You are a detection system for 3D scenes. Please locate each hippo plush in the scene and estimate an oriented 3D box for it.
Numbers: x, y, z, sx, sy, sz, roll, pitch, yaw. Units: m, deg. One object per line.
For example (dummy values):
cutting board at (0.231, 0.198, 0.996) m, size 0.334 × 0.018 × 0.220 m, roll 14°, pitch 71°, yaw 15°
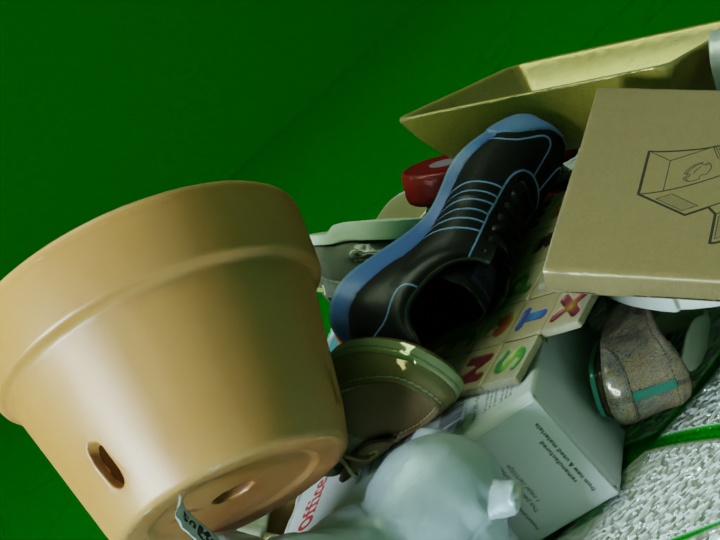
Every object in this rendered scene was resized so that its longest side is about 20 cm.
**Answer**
hippo plush at (0.000, 0.151, 0.924) m, size 0.161 × 0.200 × 0.159 m, roll -38°, pitch 32°, yaw -21°

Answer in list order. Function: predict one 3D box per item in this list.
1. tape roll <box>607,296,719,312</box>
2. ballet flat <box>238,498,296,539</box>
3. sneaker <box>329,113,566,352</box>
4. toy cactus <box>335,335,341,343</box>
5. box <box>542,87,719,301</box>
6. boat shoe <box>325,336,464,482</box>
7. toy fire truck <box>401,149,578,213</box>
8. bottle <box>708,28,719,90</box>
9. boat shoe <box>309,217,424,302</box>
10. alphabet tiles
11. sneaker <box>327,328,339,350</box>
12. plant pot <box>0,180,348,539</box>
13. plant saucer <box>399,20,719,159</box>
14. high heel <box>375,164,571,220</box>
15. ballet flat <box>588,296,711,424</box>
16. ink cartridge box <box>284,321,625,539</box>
tape roll at (0.227, -0.044, 1.043) m, size 0.202 × 0.037 × 0.203 m, roll -19°, pitch 25°, yaw 9°
ballet flat at (-0.064, 0.158, 1.136) m, size 0.067 × 0.067 × 0.201 m, roll 61°, pitch -138°, yaw -79°
sneaker at (0.072, -0.016, 1.048) m, size 0.200 × 0.070 × 0.078 m, roll -47°, pitch 40°, yaw -18°
toy cactus at (0.043, 0.079, 1.211) m, size 0.165 × 0.102 × 0.200 m, roll -29°, pitch -24°, yaw -41°
box at (0.216, -0.045, 0.958) m, size 0.199 × 0.021 × 0.164 m, roll 3°, pitch 45°, yaw 20°
boat shoe at (-0.013, 0.093, 1.019) m, size 0.200 × 0.074 × 0.066 m, roll -27°, pitch 33°, yaw 54°
toy fire truck at (0.132, -0.034, 1.218) m, size 0.200 × 0.112 × 0.168 m, roll -22°, pitch 15°, yaw -31°
bottle at (0.318, -0.146, 1.054) m, size 0.200 × 0.065 × 0.084 m, roll -11°, pitch 25°, yaw 23°
boat shoe at (-0.003, 0.000, 1.174) m, size 0.072 × 0.060 × 0.202 m, roll -5°, pitch -2°, yaw -15°
alphabet tiles at (0.089, 0.013, 1.047) m, size 0.200 × 0.006 × 0.167 m, roll -20°, pitch 33°, yaw 55°
sneaker at (0.015, 0.056, 1.439) m, size 0.081 × 0.077 × 0.200 m, roll -18°, pitch 32°, yaw 42°
plant pot at (-0.096, 0.063, 0.937) m, size 0.200 × 0.140 × 0.200 m, roll -24°, pitch -19°, yaw -9°
plant saucer at (0.158, -0.119, 1.174) m, size 0.200 × 0.049 × 0.200 m, roll -9°, pitch 12°, yaw 32°
high heel at (0.090, -0.020, 1.338) m, size 0.200 × 0.143 × 0.071 m, roll -50°, pitch 31°, yaw -7°
ballet flat at (0.182, 0.030, 1.053) m, size 0.067 × 0.068 × 0.200 m, roll -16°, pitch 26°, yaw 18°
ink cartridge box at (0.059, 0.119, 1.047) m, size 0.200 × 0.084 × 0.145 m, roll -36°, pitch 14°, yaw 24°
